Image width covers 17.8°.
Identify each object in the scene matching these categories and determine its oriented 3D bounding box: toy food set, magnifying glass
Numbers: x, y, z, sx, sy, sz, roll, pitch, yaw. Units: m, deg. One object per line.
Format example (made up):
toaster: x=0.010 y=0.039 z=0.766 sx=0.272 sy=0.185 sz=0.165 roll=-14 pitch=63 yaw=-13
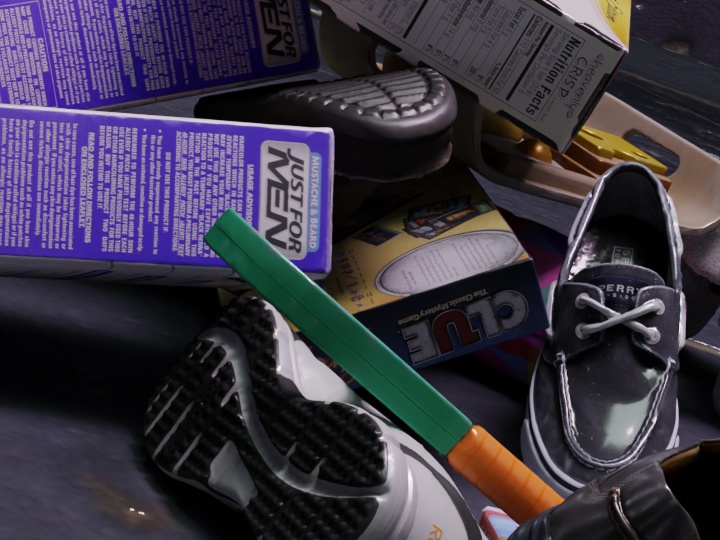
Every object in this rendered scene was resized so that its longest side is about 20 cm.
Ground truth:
toy food set: x=0.089 y=-0.085 z=1.166 sx=0.199 sy=0.061 sz=0.143 roll=13 pitch=17 yaw=-39
magnifying glass: x=0.021 y=0.048 z=0.850 sx=0.200 sy=0.022 sz=0.080 roll=43 pitch=-1 yaw=0

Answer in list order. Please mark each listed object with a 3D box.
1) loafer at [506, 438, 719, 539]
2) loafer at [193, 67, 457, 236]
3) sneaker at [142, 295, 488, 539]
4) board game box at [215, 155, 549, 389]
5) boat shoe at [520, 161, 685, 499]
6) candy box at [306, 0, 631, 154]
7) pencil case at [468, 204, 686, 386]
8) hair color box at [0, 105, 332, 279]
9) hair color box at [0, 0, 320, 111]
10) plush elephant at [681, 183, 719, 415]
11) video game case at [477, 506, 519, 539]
loafer: x=0.131 y=0.094 z=0.825 sx=0.199 sy=0.072 sz=0.073 roll=-10 pitch=63 yaw=-56
loafer: x=-0.012 y=-0.050 z=1.036 sx=0.072 sy=0.072 sz=0.200 roll=-12 pitch=8 yaw=-22
sneaker: x=-0.018 y=0.074 z=0.850 sx=0.080 sy=0.074 sz=0.200 roll=38 pitch=3 yaw=-31
board game box: x=0.000 y=0.000 z=1.054 sx=0.135 sy=0.035 sz=0.200 roll=-17 pitch=19 yaw=-2
boat shoe: x=0.115 y=0.028 z=1.034 sx=0.071 sy=0.068 sz=0.201 roll=8 pitch=42 yaw=8
candy box: x=0.029 y=-0.147 z=1.070 sx=0.199 sy=0.061 sz=0.137 roll=31 pitch=21 yaw=-5
pencil case: x=0.071 y=0.009 z=1.171 sx=0.199 sy=0.089 sz=0.088 roll=25 pitch=14 yaw=27
hair color box: x=-0.121 y=-0.029 z=0.922 sx=0.198 sy=0.065 sz=0.109 roll=5 pitch=-5 yaw=-21
hair color box: x=-0.133 y=-0.104 z=1.085 sx=0.199 sy=0.065 sz=0.109 roll=-12 pitch=6 yaw=-31
plush elephant: x=0.235 y=0.012 z=1.255 sx=0.164 sy=0.201 sz=0.155 roll=30 pitch=33 yaw=10
video game case: x=0.127 y=0.149 z=0.838 sx=0.142 sy=0.018 sz=0.200 roll=16 pitch=14 yaw=-14
